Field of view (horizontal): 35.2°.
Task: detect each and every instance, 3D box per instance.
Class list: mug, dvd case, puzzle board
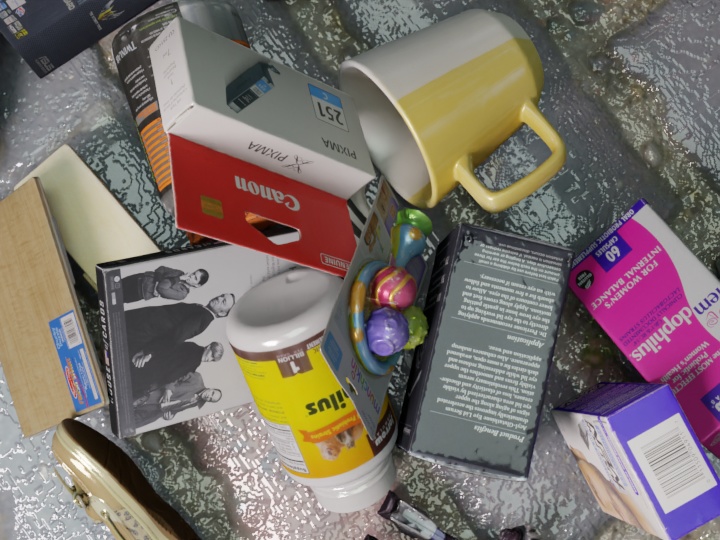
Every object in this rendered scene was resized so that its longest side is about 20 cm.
[{"bbox_3d":[0.092,-0.143,1.026,0.153,0.149,0.187,-33,91,-14],"label":"mug"},{"bbox_3d":[-0.124,0.049,0.979,0.199,0.025,0.152,-13,111,-31],"label":"dvd case"},{"bbox_3d":[-0.285,0.036,0.997,0.017,0.150,0.202,-15,84,-45],"label":"puzzle board"}]

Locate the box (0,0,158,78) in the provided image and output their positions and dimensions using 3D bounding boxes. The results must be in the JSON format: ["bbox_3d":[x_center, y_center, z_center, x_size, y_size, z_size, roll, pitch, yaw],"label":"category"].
[{"bbox_3d":[-0.253,-0.259,0.986,0.157,0.200,0.051,-36,82,-6],"label":"box"}]

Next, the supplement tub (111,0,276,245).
[{"bbox_3d":[-0.138,-0.129,1.017,0.122,0.123,0.202,-19,86,-4],"label":"supplement tub"}]

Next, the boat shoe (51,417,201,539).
[{"bbox_3d":[-0.205,0.213,0.981,0.063,0.073,0.201,-37,109,1],"label":"boat shoe"}]

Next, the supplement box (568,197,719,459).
[{"bbox_3d":[0.278,0.052,0.976,0.101,0.103,0.200,-42,58,10],"label":"supplement box"}]

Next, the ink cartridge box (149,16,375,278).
[{"bbox_3d":[-0.070,-0.095,0.923,0.045,0.199,0.177,-36,54,33],"label":"ink cartridge box"}]

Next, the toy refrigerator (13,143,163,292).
[{"bbox_3d":[-0.219,-0.012,1.025,0.070,0.076,0.200,-41,88,-6],"label":"toy refrigerator"}]

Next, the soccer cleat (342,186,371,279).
[{"bbox_3d":[0.000,0.000,1.039,0.085,0.068,0.202,-17,93,-32],"label":"soccer cleat"}]

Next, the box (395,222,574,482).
[{"bbox_3d":[0.104,0.073,0.995,0.103,0.148,0.202,13,85,-2],"label":"box"}]

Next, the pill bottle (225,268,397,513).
[{"bbox_3d":[-0.034,0.107,0.974,0.108,0.109,0.201,-23,117,-5],"label":"pill bottle"}]

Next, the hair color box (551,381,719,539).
[{"bbox_3d":[0.231,0.156,0.964,0.064,0.200,0.110,-27,86,-3],"label":"hair color box"}]

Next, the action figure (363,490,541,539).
[{"bbox_3d":[0.098,0.275,1.014,0.199,0.069,0.131,27,75,-4],"label":"action figure"}]

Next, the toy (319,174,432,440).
[{"bbox_3d":[0.030,0.025,0.946,0.047,0.116,0.201,-8,42,24],"label":"toy"}]

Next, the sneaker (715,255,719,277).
[{"bbox_3d":[0.322,0.067,1.048,0.099,0.078,0.201,30,76,9],"label":"sneaker"}]
